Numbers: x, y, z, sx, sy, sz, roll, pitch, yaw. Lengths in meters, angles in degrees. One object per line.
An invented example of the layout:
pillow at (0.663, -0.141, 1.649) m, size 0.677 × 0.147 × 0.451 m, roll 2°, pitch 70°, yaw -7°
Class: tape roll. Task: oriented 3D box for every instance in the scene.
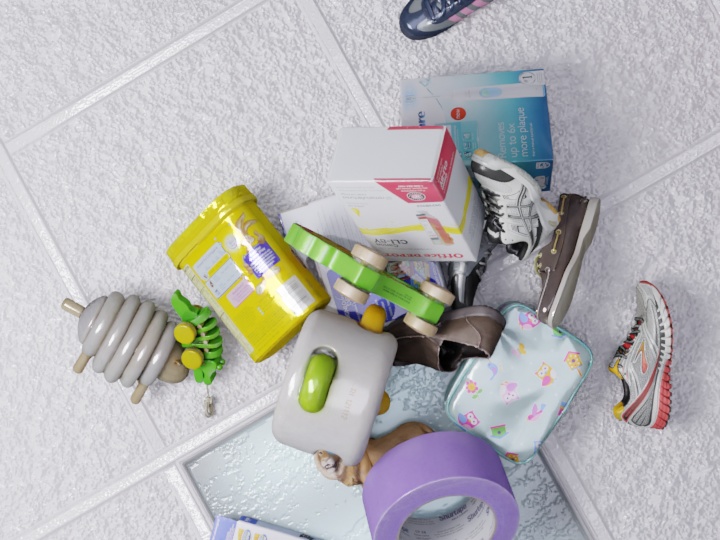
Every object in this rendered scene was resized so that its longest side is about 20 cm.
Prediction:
tape roll at (0.106, 0.316, 1.496) m, size 0.197 × 0.085 × 0.202 m, roll -6°, pitch 126°, yaw -8°

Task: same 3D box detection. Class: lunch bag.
lunch bag at (0.213, 0.146, 1.543) m, size 0.160 × 0.077 × 0.201 m, roll 33°, pitch 92°, yaw 5°

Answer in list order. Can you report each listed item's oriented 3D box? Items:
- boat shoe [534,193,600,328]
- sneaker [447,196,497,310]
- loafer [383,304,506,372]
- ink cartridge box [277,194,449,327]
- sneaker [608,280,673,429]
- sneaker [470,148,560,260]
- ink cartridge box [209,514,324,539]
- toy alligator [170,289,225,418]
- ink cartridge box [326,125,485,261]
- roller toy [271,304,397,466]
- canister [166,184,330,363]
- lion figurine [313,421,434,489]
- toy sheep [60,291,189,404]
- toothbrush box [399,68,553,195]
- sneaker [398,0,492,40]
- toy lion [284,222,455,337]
boat shoe at (0.270, -0.016, 1.520) m, size 0.059 × 0.072 × 0.202 m, roll 15°, pitch 68°, yaw 19°
sneaker at (0.180, -0.034, 1.535) m, size 0.114 × 0.075 × 0.202 m, roll 4°, pitch 77°, yaw -2°
loafer at (0.101, 0.100, 1.512) m, size 0.199 × 0.073 × 0.072 m, roll -19°, pitch 45°, yaw 39°
ink cartridge box at (0.007, -0.017, 1.576) m, size 0.198 × 0.047 × 0.200 m, roll -17°, pitch 90°, yaw 6°
sneaker at (0.380, 0.115, 1.530) m, size 0.081 × 0.078 × 0.203 m, roll 2°, pitch 90°, yaw 6°
sneaker at (0.189, -0.078, 1.441) m, size 0.088 × 0.200 × 0.075 m, roll -52°, pitch 46°, yaw -2°
ink cartridge box at (-0.122, 0.424, 1.589) m, size 0.198 × 0.042 × 0.121 m, roll 15°, pitch 92°, yaw 1°
toy alligator at (-0.212, 0.116, 1.562) m, size 0.054 × 0.059 × 0.202 m, roll -6°, pitch 115°, yaw 16°
ink cartridge box at (0.064, -0.093, 1.429) m, size 0.144 × 0.200 × 0.084 m, roll 1°, pitch 62°, yaw 24°
roller toy at (-0.026, 0.154, 1.481) m, size 0.138 × 0.201 × 0.184 m, roll 18°, pitch 128°, yaw 2°
canister at (-0.152, 0.007, 1.544) m, size 0.148 × 0.086 × 0.201 m, roll -42°, pitch 82°, yaw 22°
lion figurine at (0.038, 0.256, 1.568) m, size 0.198 × 0.072 × 0.124 m, roll -21°, pitch 85°, yaw -7°
toy sheep at (-0.326, 0.097, 1.560) m, size 0.199 × 0.138 × 0.139 m, roll 28°, pitch 92°, yaw -14°
toothbrush box at (0.154, -0.183, 1.516) m, size 0.197 × 0.086 × 0.148 m, roll -3°, pitch 63°, yaw 6°
sneaker at (0.140, -0.386, 1.543) m, size 0.199 × 0.082 × 0.071 m, roll -30°, pitch 88°, yaw 4°
toy lion at (0.000, 0.000, 1.481) m, size 0.199 × 0.191 × 0.069 m, roll 27°, pitch 93°, yaw -35°
